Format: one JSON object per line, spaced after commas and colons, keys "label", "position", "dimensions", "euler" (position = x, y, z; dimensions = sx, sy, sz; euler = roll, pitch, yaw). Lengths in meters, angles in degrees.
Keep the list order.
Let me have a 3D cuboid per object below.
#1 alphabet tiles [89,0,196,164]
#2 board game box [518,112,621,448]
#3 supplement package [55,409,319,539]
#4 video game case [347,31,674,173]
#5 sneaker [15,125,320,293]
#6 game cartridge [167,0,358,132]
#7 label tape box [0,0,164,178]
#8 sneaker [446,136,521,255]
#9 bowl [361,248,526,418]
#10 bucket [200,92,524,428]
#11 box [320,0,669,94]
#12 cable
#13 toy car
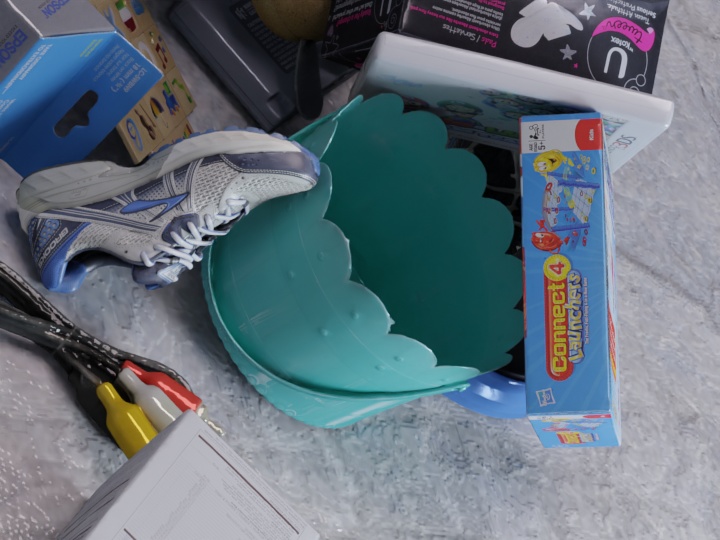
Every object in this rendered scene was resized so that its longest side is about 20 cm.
{"label": "alphabet tiles", "position": [-0.162, -0.151, 1.697], "dimensions": [0.200, 0.006, 0.166], "euler": [63, 16, -11]}
{"label": "board game box", "position": [0.143, 0.012, 1.688], "dimensions": [0.200, 0.056, 0.197], "euler": [55, 34, -77]}
{"label": "supplement package", "position": [-0.129, 0.192, 1.408], "dimensions": [0.114, 0.110, 0.200], "euler": [45, 36, -5]}
{"label": "video game case", "position": [0.097, -0.111, 1.701], "dimensions": [0.199, 0.182, 0.024], "euler": [13, 82, -4]}
{"label": "sneaker", "position": [-0.117, -0.030, 1.582], "dimensions": [0.077, 0.199, 0.085], "euler": [45, 34, -65]}
{"label": "game cartridge", "position": [-0.060, -0.190, 1.889], "dimensions": [0.133, 0.040, 0.200], "euler": [52, 36, 0]}
{"label": "label tape box", "position": [-0.244, -0.140, 1.562], "dimensions": [0.200, 0.144, 0.063], "euler": [44, 36, -5]}
{"label": "sneaker", "position": [0.092, -0.071, 1.838], "dimensions": [0.078, 0.086, 0.200], "euler": [32, 62, -15]}
{"label": "bowl", "position": [0.085, 0.014, 1.847], "dimensions": [0.200, 0.039, 0.201], "euler": [27, 42, -27]}
{"label": "bucket", "position": [0.000, 0.000, 1.671], "dimensions": [0.207, 0.135, 0.208], "euler": [31, 43, -34]}
{"label": "box", "position": [0.094, -0.178, 1.738], "dimensions": [0.200, 0.132, 0.115], "euler": [17, 79, -24]}
{"label": "cable", "position": [-0.164, 0.048, 1.552], "dimensions": [0.200, 0.050, 0.097], "euler": [48, 35, -2]}
{"label": "toy car", "position": [-0.060, -0.215, 1.807], "dimensions": [0.200, 0.157, 0.164], "euler": [66, 33, -24]}
